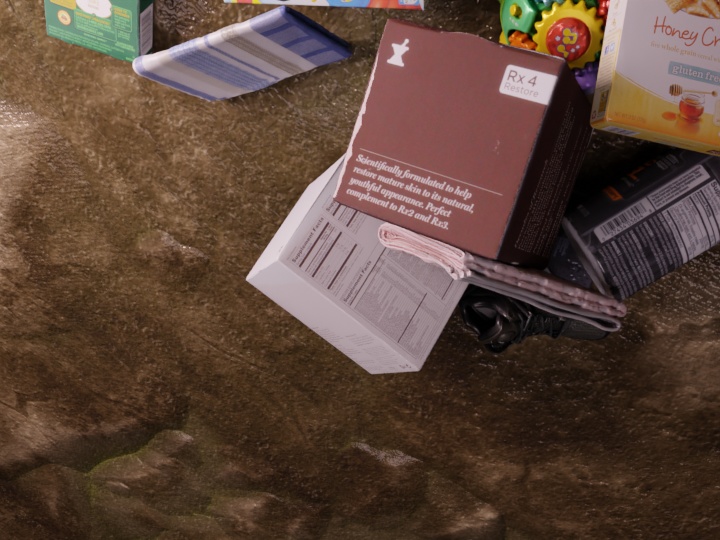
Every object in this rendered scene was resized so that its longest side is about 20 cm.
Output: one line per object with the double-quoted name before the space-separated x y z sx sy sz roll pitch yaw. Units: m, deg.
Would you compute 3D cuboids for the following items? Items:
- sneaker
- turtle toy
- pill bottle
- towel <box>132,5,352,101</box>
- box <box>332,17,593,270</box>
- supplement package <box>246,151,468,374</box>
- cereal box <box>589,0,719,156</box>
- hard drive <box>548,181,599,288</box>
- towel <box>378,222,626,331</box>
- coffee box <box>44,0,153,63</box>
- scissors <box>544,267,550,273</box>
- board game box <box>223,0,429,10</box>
"sneaker" 0.208 0.062 0.931 0.196 0.115 0.077 20 134 1
"turtle toy" 0.214 -0.221 0.703 0.197 0.102 0.147 20 132 4
"pill bottle" 0.311 -0.061 0.769 0.198 0.107 0.107 -32 115 9
"towel" -0.124 -0.226 0.815 0.197 0.146 0.024 -10 84 27
"box" 0.105 -0.108 0.715 0.164 0.199 0.167 22 97 25
"supplement package" 0.000 0.000 0.897 0.199 0.152 0.151 37 160 -12
"cereal box" 0.276 -0.206 0.636 0.141 0.040 0.204 9 91 -8
"hard drive" 0.185 -0.058 0.887 0.196 0.043 0.137 16 131 8
"towel" 0.135 0.002 0.770 0.197 0.191 0.033 17 96 -23
"coffee box" -0.283 -0.336 0.832 0.121 0.044 0.202 18 132 5
"scissors" 0.179 -0.037 0.870 0.072 0.014 0.202 -8 125 23
"board game box" -0.027 -0.314 0.714 0.196 0.106 0.104 6 129 14
